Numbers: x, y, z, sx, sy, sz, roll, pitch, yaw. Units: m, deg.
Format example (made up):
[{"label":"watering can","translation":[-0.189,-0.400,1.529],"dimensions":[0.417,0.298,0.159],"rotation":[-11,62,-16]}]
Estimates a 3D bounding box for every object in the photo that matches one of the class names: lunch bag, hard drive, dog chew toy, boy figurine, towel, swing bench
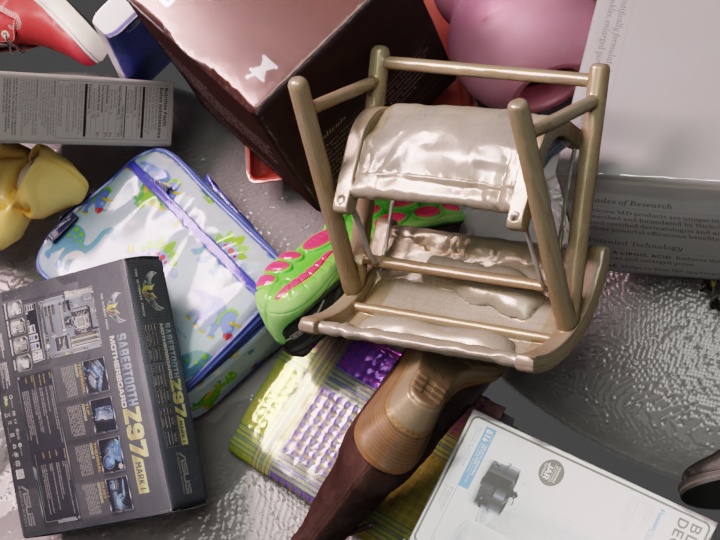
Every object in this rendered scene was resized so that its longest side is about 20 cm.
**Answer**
[{"label":"lunch bag","translation":[-0.154,0.006,1.568],"dimensions":[0.161,0.082,0.200],"rotation":[-41,66,-7]},{"label":"hard drive","translation":[-0.158,-0.221,1.594],"dimensions":[0.025,0.200,0.132],"rotation":[45,84,4]},{"label":"dog chew toy","translation":[0.114,-0.226,1.547],"dimensions":[0.124,0.125,0.200],"rotation":[-25,65,4]},{"label":"boy figurine","translation":[-0.312,-0.060,1.602],"dimensions":[0.200,0.064,0.124],"rotation":[-5,52,41]},{"label":"towel","translation":[0.007,0.131,1.507],"dimensions":[0.200,0.023,0.144],"rotation":[27,78,23]},{"label":"swing bench","translation":[0.065,-0.046,1.367],"dimensions":[0.199,0.130,0.200],"rotation":[9,112,33]}]

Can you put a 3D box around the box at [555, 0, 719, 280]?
[{"label":"box","translation":[0.270,-0.107,1.447],"dimensions":[0.200,0.131,0.199],"rotation":[5,57,20]}]

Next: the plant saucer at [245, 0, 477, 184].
[{"label":"plant saucer","translation":[-0.001,-0.172,1.622],"dimensions":[0.199,0.037,0.200],"rotation":[-9,68,11]}]

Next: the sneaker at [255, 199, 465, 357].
[{"label":"sneaker","translation":[0.000,0.000,1.525],"dimensions":[0.200,0.084,0.077],"rotation":[-31,38,-26]}]

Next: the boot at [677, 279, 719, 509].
[{"label":"boot","translation":[0.301,0.073,1.438],"dimensions":[0.200,0.069,0.174],"rotation":[-25,59,0]}]

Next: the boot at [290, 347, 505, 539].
[{"label":"boot","translation":[0.025,0.120,1.441],"dimensions":[0.072,0.200,0.166],"rotation":[40,118,5]}]

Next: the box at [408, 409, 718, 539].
[{"label":"box","translation":[0.150,0.197,1.409],"dimensions":[0.200,0.060,0.117],"rotation":[26,77,15]}]

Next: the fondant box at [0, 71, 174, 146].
[{"label":"fondant box","translation":[-0.273,-0.134,1.566],"dimensions":[0.144,0.200,0.058],"rotation":[8,96,42]}]

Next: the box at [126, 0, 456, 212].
[{"label":"box","translation":[-0.051,-0.184,1.511],"dimensions":[0.164,0.200,0.166],"rotation":[-44,66,-5]}]

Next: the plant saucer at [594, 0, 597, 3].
[{"label":"plant saucer","translation":[0.249,-0.297,1.601],"dimensions":[0.200,0.048,0.200],"rotation":[-28,65,3]}]

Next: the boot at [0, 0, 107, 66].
[{"label":"boot","translation":[-0.325,-0.200,1.701],"dimensions":[0.200,0.072,0.144],"rotation":[34,81,32]}]

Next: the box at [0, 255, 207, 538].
[{"label":"box","translation":[-0.210,0.101,1.500],"dimensions":[0.158,0.051,0.200],"rotation":[-15,85,33]}]
